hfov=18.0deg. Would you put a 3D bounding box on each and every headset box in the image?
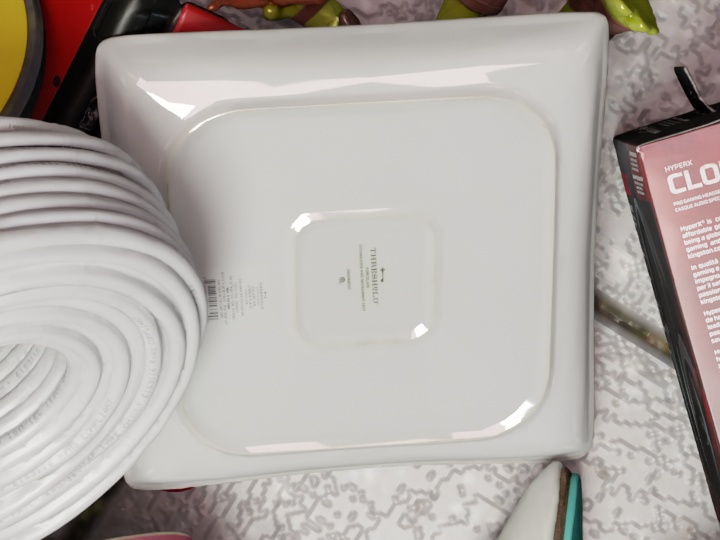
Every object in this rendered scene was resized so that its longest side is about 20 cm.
[{"bbox_3d":[0.158,0.015,0.889,0.077,0.149,0.201,-17,94,4],"label":"headset box"}]

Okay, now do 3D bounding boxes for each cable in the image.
[{"bbox_3d":[-0.152,0.034,0.813,0.200,0.200,0.069,-43,59,17],"label":"cable"}]

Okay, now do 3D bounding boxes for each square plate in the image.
[{"bbox_3d":[0.000,0.000,0.895,0.197,0.028,0.201,-4,116,-6],"label":"square plate"}]

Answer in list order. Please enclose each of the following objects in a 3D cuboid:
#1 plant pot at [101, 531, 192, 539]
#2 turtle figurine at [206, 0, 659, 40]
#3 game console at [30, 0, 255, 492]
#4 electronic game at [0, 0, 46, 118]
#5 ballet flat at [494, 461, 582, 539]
[{"bbox_3d":[-0.109,0.208,0.912,0.199,0.200,0.180,-16,78,5],"label":"plant pot"},{"bbox_3d":[0.043,-0.070,0.930,0.161,0.064,0.200,-42,90,23],"label":"turtle figurine"},{"bbox_3d":[-0.111,-0.036,0.940,0.172,0.118,0.200,44,113,36],"label":"game console"},{"bbox_3d":[-0.218,-0.083,0.850,0.199,0.042,0.201,2,52,-3],"label":"electronic game"},{"bbox_3d":[0.062,0.180,0.954,0.069,0.069,0.201,-2,98,4],"label":"ballet flat"}]
